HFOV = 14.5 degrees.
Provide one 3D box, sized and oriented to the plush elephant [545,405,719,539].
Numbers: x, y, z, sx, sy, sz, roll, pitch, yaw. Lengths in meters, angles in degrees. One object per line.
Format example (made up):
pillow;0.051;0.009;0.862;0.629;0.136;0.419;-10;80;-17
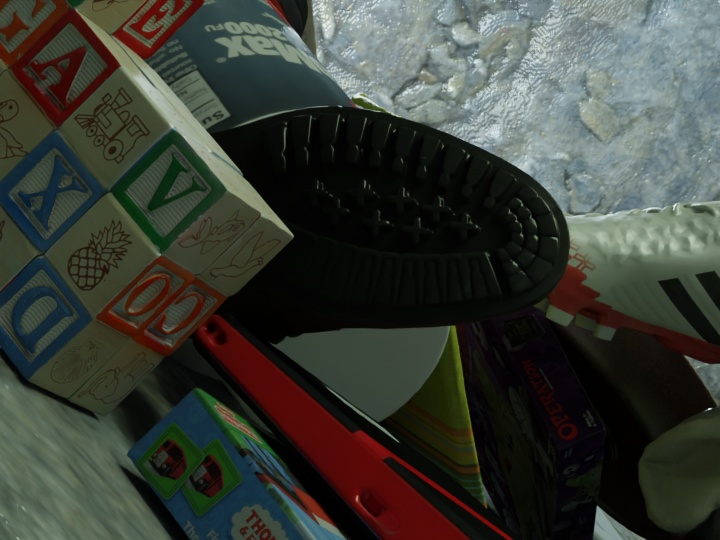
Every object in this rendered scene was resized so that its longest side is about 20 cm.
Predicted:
plush elephant;0.170;0.155;1.264;0.200;0.155;0.165;51;7;38

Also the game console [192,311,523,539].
game console;0.038;0.100;0.961;0.177;0.031;0.200;40;-1;33

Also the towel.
towel;0.026;0.030;1.165;0.086;0.018;0.201;-151;-133;-63

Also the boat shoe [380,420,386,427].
boat shoe;0.020;0.039;1.463;0.060;0.076;0.200;18;13;6

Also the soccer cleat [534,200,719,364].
soccer cleat;0.137;-0.004;1.238;0.199;0.086;0.069;22;3;-6

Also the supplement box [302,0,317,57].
supplement box;-0.079;-0.142;1.469;0.126;0.073;0.201;54;-22;40

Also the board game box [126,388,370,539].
board game box;0.023;0.136;0.882;0.200;0.037;0.151;51;6;34

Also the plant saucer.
plant saucer;0.115;0.063;1.376;0.200;0.032;0.200;47;-16;18

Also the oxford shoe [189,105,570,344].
oxford shoe;-0.021;-0.010;0.966;0.199;0.073;0.084;5;-20;20

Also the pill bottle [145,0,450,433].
pill bottle;-0.045;-0.026;1.111;0.120;0.120;0.200;42;7;-42

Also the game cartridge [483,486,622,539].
game cartridge;0.090;0.114;1.614;0.133;0.040;0.200;40;8;-31

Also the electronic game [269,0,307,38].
electronic game;-0.120;-0.132;1.225;0.199;0.042;0.200;14;-19;5

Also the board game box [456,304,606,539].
board game box;0.076;0.072;1.350;0.200;0.032;0.121;86;-17;-63

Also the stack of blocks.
stack of blocks;-0.110;-0.066;0.917;0.200;0.115;0.059;49;6;25
